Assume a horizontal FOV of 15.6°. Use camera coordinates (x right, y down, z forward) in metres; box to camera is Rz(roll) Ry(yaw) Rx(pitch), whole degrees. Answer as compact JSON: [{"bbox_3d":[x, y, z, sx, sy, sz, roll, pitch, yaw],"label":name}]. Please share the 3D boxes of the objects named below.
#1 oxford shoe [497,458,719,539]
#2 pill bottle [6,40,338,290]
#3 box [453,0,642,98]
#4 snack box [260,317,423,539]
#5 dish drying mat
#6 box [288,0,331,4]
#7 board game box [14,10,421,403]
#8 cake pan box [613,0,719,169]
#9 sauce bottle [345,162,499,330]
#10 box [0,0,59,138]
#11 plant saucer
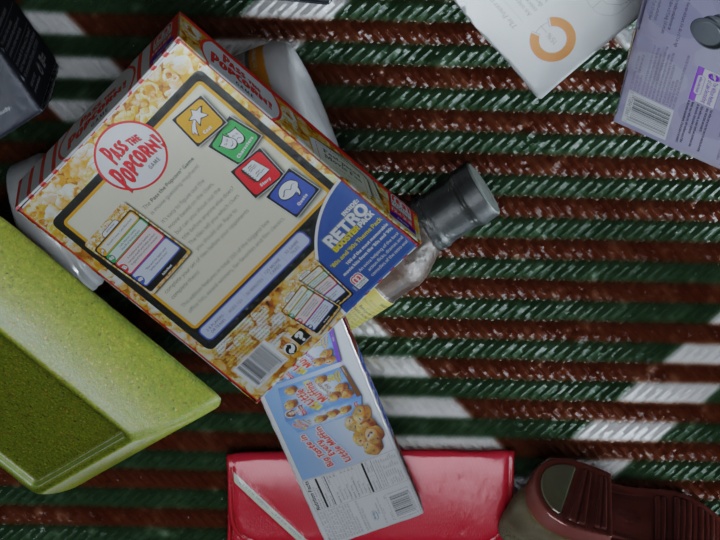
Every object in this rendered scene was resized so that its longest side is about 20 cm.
[{"bbox_3d":[0.189,0.192,1.824,0.199,0.071,0.075,27,139,-15],"label":"oxford shoe"},{"bbox_3d":[-0.117,-0.060,1.679,0.199,0.116,0.117,-22,111,8],"label":"pill bottle"},{"bbox_3d":[0.143,-0.226,1.628,0.200,0.098,0.124,-39,108,13],"label":"box"},{"bbox_3d":[-0.021,0.099,1.745,0.071,0.024,0.201,-19,128,4],"label":"snack box"},{"bbox_3d":[0.006,0.160,1.821,0.199,0.018,0.077,0,111,-1],"label":"dish drying mat"},{"bbox_3d":[-0.049,-0.255,1.557,0.078,0.200,0.142,6,111,-3],"label":"box"},{"bbox_3d":[-0.086,-0.036,1.601,0.200,0.046,0.151,40,108,-20],"label":"board game box"},{"bbox_3d":[0.252,-0.112,1.574,0.183,0.200,0.052,26,66,11],"label":"cake pan box"},{"bbox_3d":[0.000,0.000,1.733,0.199,0.065,0.065,-31,109,11],"label":"sauce bottle"},{"bbox_3d":[-0.306,-0.156,1.643,0.147,0.104,0.201,-30,109,11],"label":"box"},{"bbox_3d":[-0.221,0.069,1.706,0.200,0.048,0.199,41,143,-15],"label":"plant saucer"}]
